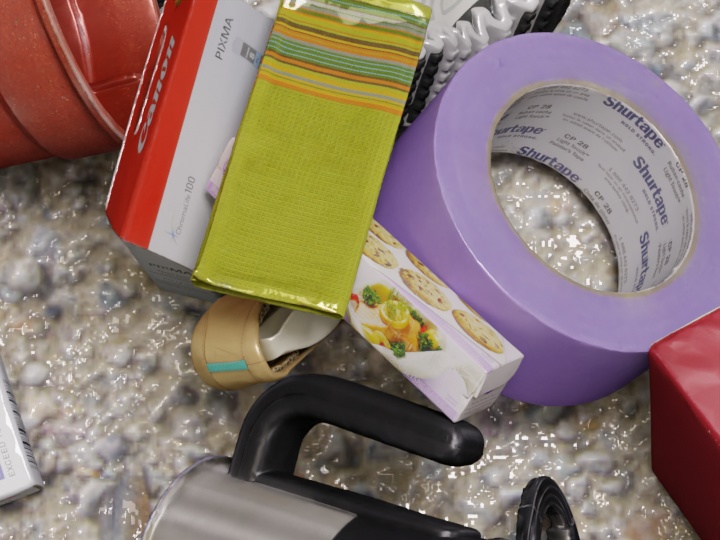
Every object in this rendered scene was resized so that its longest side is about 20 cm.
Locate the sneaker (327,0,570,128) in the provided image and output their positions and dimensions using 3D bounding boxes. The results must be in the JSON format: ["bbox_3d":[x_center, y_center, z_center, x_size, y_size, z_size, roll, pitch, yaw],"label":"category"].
[{"bbox_3d":[0.038,-0.145,1.068,0.200,0.075,0.081,-31,69,-37],"label":"sneaker"}]

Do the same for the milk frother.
[{"bbox_3d":[0.013,0.170,1.000,0.188,0.200,0.181,13,70,32],"label":"milk frother"}]

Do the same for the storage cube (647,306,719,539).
[{"bbox_3d":[0.274,0.105,0.968,0.171,0.200,0.180,-30,61,-7],"label":"storage cube"}]

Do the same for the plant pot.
[{"bbox_3d":[-0.236,-0.135,1.015,0.195,0.201,0.201,-17,79,12],"label":"plant pot"}]

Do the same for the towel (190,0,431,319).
[{"bbox_3d":[-0.025,-0.072,0.960,0.086,0.018,0.200,12,63,8],"label":"towel"}]

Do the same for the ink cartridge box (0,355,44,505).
[{"bbox_3d":[-0.312,0.071,1.050,0.199,0.043,0.197,-20,80,-7],"label":"ink cartridge box"}]

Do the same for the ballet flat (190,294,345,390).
[{"bbox_3d":[-0.013,0.007,1.024,0.200,0.063,0.069,-43,117,-35],"label":"ballet flat"}]

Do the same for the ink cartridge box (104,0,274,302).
[{"bbox_3d":[-0.088,-0.079,1.004,0.047,0.200,0.161,14,79,4],"label":"ink cartridge box"}]

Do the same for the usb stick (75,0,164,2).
[{"bbox_3d":[-0.175,-0.193,1.112,0.199,0.033,0.056,-1,79,-1],"label":"usb stick"}]

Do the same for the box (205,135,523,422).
[{"bbox_3d":[0.000,0.000,0.960,0.200,0.041,0.039,43,120,21],"label":"box"}]

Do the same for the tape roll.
[{"bbox_3d":[0.113,-0.030,1.018,0.199,0.085,0.201,12,59,-22],"label":"tape roll"}]
